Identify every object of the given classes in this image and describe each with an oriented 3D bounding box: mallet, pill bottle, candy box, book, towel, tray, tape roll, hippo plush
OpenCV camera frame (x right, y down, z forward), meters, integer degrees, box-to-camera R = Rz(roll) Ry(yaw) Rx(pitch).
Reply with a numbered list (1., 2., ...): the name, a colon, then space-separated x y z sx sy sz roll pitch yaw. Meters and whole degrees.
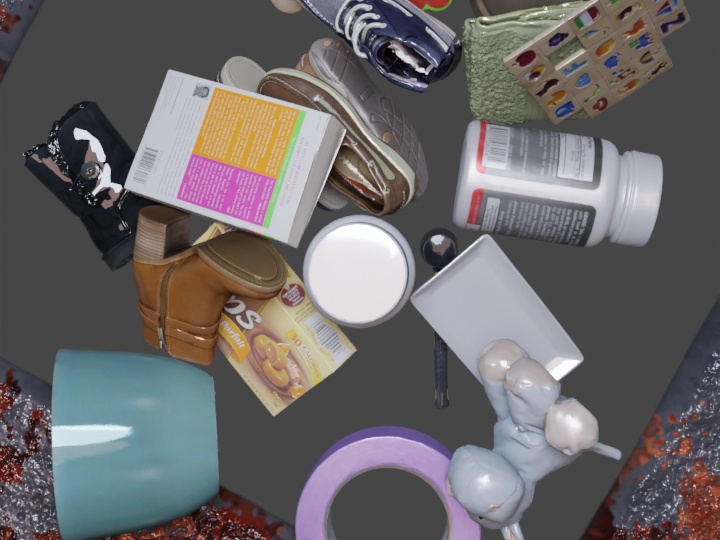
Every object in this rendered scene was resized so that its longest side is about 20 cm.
1. mallet: 0.088 0.050 1.225 0.041 0.066 0.201 -1 107 4
2. pill bottle: 0.203 -0.086 1.164 0.199 0.114 0.114 9 92 2
3. candy box: -0.111 0.045 1.194 0.200 0.055 0.115 52 128 1
4. book: -0.131 -0.114 1.119 0.200 0.048 0.134 20 86 23
5. towel: 0.178 -0.205 1.132 0.148 0.200 0.037 -6 68 4
6. tray: 0.146 0.060 1.192 0.107 0.022 0.200 -40 115 3
7. tape roll: 0.030 0.274 1.217 0.199 0.066 0.201 0 91 2
8. pill bottle: 0.000 0.000 1.140 0.114 0.200 0.114 0 92 3
9. hippo plush: 0.148 0.177 1.144 0.161 0.200 0.159 -45 65 0

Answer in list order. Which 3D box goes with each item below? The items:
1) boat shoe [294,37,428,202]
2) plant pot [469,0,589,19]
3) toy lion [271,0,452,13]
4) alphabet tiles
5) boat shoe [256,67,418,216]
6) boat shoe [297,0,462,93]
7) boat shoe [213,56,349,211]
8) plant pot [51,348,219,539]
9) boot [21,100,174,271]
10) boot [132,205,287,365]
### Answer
1. boat shoe: -0.001 -0.156 1.207 0.072 0.076 0.200 -31 97 37
2. plant pot: 0.213 -0.321 1.134 0.199 0.174 0.201 0 92 1
3. toy lion: 0.023 -0.328 1.150 0.200 0.069 0.192 26 126 2
4. alphabet tiles: 0.242 -0.213 1.087 0.167 0.200 0.008 -33 65 16
5. boat shoe: -0.032 -0.132 1.144 0.202 0.075 0.075 38 129 6
6. boat shoe: 0.007 -0.250 1.109 0.200 0.093 0.075 28 118 1
7. boat shoe: -0.090 -0.141 1.222 0.200 0.073 0.063 50 136 -5
8. plant pot: -0.230 0.177 1.167 0.160 0.201 0.201 -3 92 -9
9. boot: -0.248 -0.119 1.209 0.200 0.076 0.168 -36 94 9
10. boot: -0.154 0.032 1.136 0.200 0.074 0.155 25 122 35
